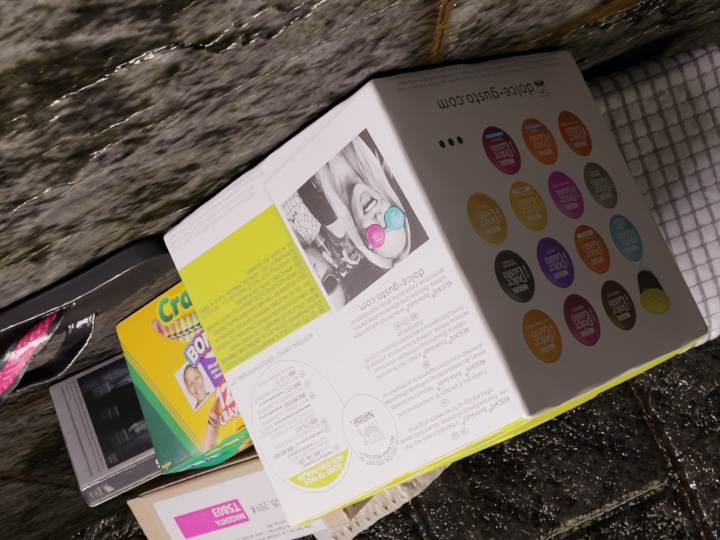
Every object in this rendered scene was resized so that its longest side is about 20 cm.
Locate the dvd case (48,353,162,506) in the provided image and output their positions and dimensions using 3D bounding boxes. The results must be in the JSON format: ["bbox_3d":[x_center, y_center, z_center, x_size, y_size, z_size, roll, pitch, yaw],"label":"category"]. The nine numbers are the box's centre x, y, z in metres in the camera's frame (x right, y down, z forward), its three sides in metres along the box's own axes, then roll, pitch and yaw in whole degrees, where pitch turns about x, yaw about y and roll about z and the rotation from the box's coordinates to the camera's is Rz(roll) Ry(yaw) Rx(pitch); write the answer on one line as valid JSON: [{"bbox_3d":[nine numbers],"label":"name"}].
[{"bbox_3d":[-0.140,0.096,1.282,0.199,0.025,0.150,-25,-147,-7],"label":"dvd case"}]

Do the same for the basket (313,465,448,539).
[{"bbox_3d":[0.003,0.155,1.737,0.200,0.198,0.161,-36,178,-43],"label":"basket"}]

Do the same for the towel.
[{"bbox_3d":[0.192,-0.041,1.128,0.165,0.201,0.086,-22,-174,-12],"label":"towel"}]

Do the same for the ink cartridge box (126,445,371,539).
[{"bbox_3d":[-0.058,0.150,1.275,0.200,0.075,0.165,-21,-168,37],"label":"ink cartridge box"}]

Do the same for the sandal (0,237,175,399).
[{"bbox_3d":[-0.195,0.043,0.994,0.199,0.045,0.075,-27,172,15],"label":"sandal"}]

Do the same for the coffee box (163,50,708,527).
[{"bbox_3d":[0.044,0.010,0.958,0.200,0.198,0.199,-32,170,41],"label":"coffee box"}]

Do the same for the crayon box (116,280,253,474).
[{"bbox_3d":[-0.080,0.053,1.141,0.058,0.119,0.200,-4,159,-47],"label":"crayon box"}]
